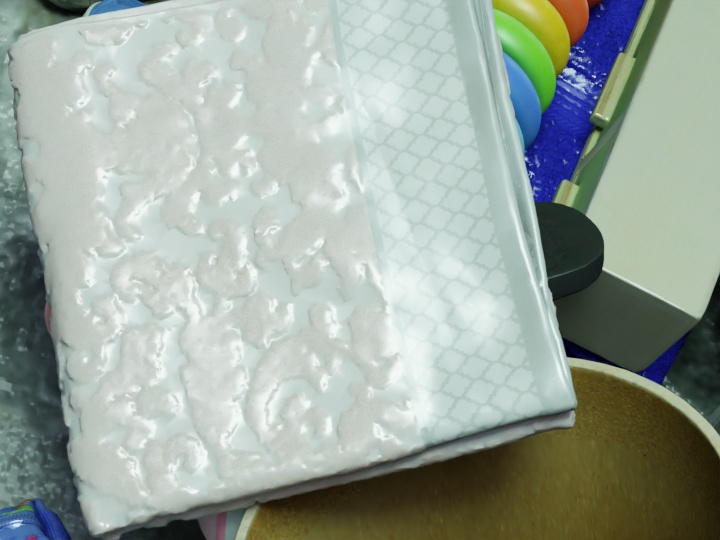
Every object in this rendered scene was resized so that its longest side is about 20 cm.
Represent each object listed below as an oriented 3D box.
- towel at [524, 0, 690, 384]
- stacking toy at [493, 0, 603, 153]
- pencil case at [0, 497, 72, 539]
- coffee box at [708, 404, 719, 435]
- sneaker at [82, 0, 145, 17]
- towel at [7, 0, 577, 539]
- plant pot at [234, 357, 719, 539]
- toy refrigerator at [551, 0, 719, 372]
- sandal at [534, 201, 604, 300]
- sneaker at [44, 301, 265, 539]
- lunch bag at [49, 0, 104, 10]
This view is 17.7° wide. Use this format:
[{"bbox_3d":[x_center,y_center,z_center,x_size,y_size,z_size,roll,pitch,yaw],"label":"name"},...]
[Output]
[{"bbox_3d":[0.109,-0.050,1.073,0.147,0.050,0.200,27,64,3],"label":"towel"},{"bbox_3d":[0.059,-0.095,1.021,0.085,0.085,0.200,32,60,5],"label":"stacking toy"},{"bbox_3d":[-0.199,0.153,0.907,0.199,0.087,0.078,-18,41,-18],"label":"pencil case"},{"bbox_3d":[0.202,0.153,0.980,0.114,0.080,0.201,12,65,-5],"label":"coffee box"},{"bbox_3d":[-0.059,-0.098,0.990,0.077,0.111,0.200,24,18,-28],"label":"sneaker"},{"bbox_3d":[-0.029,-0.015,0.864,0.190,0.032,0.201,-13,72,4],"label":"towel"},{"bbox_3d":[0.063,0.168,0.874,0.186,0.200,0.187,-9,39,7],"label":"plant pot"},{"bbox_3d":[0.139,-0.064,1.023,0.070,0.076,0.200,26,66,-5],"label":"toy refrigerator"},{"bbox_3d":[0.000,0.000,0.909,0.199,0.045,0.075,-17,38,-13],"label":"sandal"},{"bbox_3d":[-0.081,0.048,0.954,0.104,0.076,0.200,2,34,-3],"label":"sneaker"},{"bbox_3d":[-0.070,-0.230,1.056,0.199,0.168,0.140,-14,69,-16],"label":"lunch bag"}]
